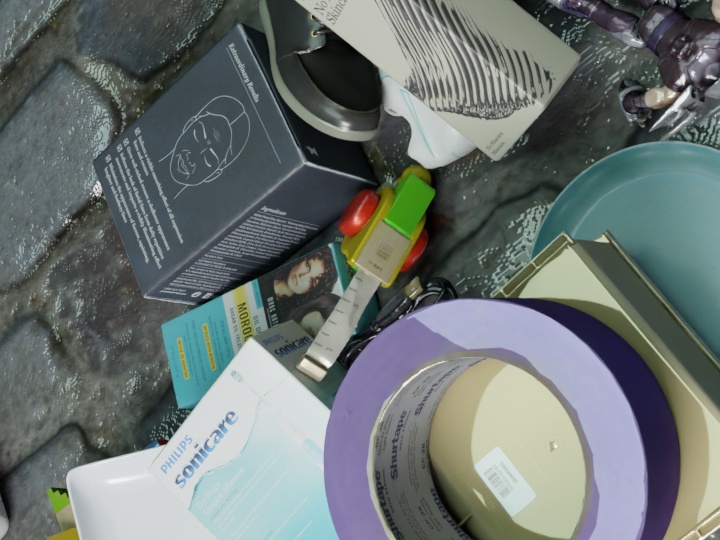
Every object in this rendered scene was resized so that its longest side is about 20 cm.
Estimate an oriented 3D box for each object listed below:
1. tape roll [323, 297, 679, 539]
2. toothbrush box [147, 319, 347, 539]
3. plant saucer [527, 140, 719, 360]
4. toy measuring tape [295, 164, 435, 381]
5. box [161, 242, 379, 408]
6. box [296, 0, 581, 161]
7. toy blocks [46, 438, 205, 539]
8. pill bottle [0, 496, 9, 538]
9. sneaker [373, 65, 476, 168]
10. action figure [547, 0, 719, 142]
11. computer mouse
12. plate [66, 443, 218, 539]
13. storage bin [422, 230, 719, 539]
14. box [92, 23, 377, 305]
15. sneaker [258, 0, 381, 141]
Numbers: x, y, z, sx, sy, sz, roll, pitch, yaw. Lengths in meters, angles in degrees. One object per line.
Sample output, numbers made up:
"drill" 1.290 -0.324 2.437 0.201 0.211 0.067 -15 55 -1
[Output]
"tape roll" 0.083 0.116 0.690 0.200 0.085 0.200 -1 87 27
"toothbrush box" -0.040 0.161 0.890 0.200 0.085 0.146 41 108 9
"plant saucer" 0.212 0.010 0.808 0.200 0.027 0.200 -4 82 34
"toy measuring tape" 0.000 0.000 0.907 0.074 0.074 0.200 16 67 35
"box" -0.078 0.052 0.987 0.200 0.049 0.082 -25 71 30
"box" 0.053 -0.177 0.829 0.200 0.068 0.082 38 147 0
"toy blocks" -0.179 0.246 1.015 0.137 0.100 0.200 -36 64 13
"pill bottle" -0.445 0.195 1.180 0.114 0.114 0.200 -38 65 25
"sneaker" 0.037 -0.173 0.925 0.080 0.070 0.200 -35 67 29
"action figure" 0.208 -0.177 0.813 0.130 0.069 0.200 -48 64 12
"computer mouse" 0.079 0.102 0.868 0.110 0.044 0.200 -47 69 17
"plate" -0.124 0.236 0.950 0.200 0.032 0.200 -14 71 -10
"storage bin" 0.142 0.111 0.759 0.199 0.094 0.200 -44 71 20
"box" -0.112 -0.085 0.993 0.200 0.107 0.149 -37 65 26
"sneaker" -0.025 -0.199 0.909 0.106 0.075 0.200 -61 42 41
